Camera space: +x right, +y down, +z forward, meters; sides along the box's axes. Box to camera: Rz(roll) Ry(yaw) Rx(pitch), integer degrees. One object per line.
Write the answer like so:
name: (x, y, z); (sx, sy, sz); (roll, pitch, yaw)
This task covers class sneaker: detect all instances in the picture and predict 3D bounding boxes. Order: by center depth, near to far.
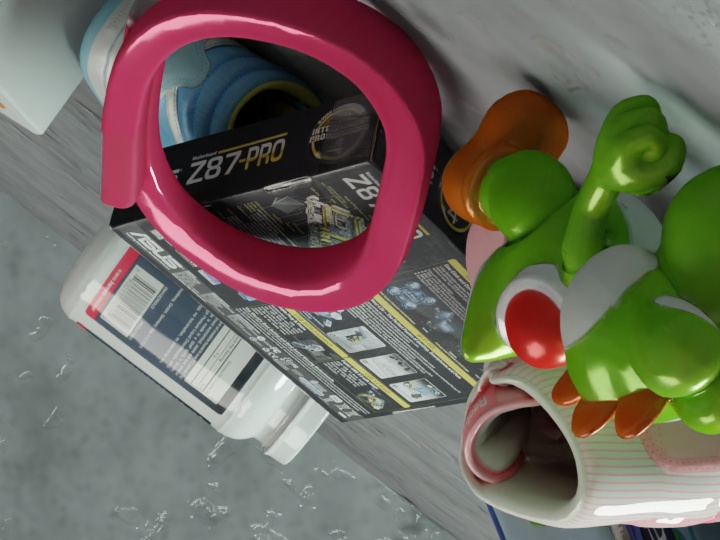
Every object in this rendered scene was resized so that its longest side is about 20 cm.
sneaker: (0.072, 0.033, 0.975); (0.104, 0.076, 0.200); (-7, -142, -28)
sneaker: (-0.062, -0.061, 1.245); (0.130, 0.080, 0.200); (34, 173, 25)

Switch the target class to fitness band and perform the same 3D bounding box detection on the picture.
fitness band: (-0.039, -0.053, 1.030); (0.142, 0.038, 0.201); (17, 145, 2)

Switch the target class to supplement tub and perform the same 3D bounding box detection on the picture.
supplement tub: (-0.096, 0.027, 1.670); (0.199, 0.141, 0.140); (37, 172, -3)

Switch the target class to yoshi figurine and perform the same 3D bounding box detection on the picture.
yoshi figurine: (0.106, -0.007, 0.844); (0.111, 0.113, 0.200); (4, -164, -18)

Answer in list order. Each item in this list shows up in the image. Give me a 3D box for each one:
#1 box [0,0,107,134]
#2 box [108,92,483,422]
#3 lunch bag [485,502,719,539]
box: (-0.206, -0.169, 1.169); (0.124, 0.098, 0.200); (33, 171, 21)
box: (0.000, 0.000, 1.167); (0.160, 0.049, 0.200); (-11, 142, 36)
lunch bag: (0.136, 0.124, 1.144); (0.200, 0.082, 0.162); (26, -141, -54)
